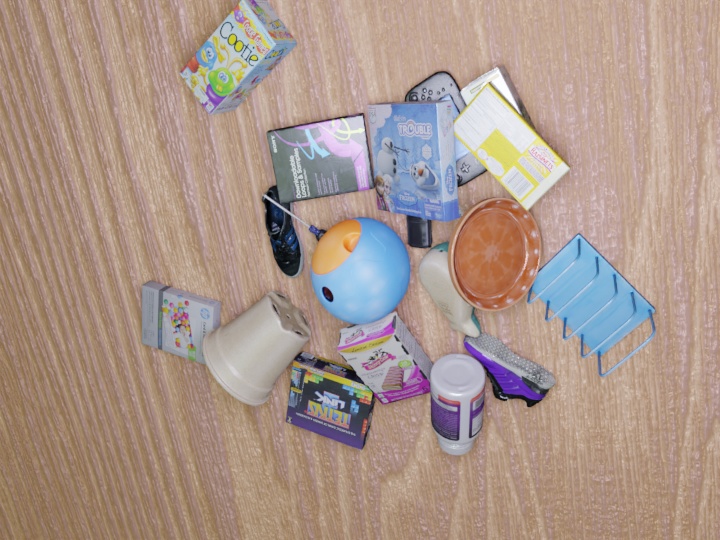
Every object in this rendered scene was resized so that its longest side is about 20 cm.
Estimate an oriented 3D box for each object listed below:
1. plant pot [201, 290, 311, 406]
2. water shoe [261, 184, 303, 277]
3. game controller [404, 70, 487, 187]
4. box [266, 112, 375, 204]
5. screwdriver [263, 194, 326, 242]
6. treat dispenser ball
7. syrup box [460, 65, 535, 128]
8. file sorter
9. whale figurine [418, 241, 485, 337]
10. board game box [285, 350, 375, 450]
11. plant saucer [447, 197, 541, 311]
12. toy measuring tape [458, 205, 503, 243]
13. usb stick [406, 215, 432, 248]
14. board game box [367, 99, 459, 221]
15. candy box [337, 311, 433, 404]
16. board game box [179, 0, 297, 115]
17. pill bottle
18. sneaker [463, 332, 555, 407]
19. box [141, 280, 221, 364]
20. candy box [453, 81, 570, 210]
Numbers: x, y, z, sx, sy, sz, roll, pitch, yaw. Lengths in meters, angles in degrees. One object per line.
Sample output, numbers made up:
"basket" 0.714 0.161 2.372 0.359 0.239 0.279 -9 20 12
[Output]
"plant pot" -0.211 0.154 1.414 0.183 0.201 0.201 -42 92 16
"water shoe" -0.172 -0.075 1.367 0.069 0.079 0.206 -4 107 21
"game controller" 0.164 -0.260 1.201 0.103 0.042 0.203 -27 98 26
"box" -0.077 -0.218 1.279 0.194 0.036 0.147 -9 106 6
"screwdriver" -0.116 -0.097 1.325 0.198 0.029 0.028 34 96 -26
"treat dispenser ball" 0.000 0.000 1.263 0.195 0.201 0.207 6 111 17
"syrup box" 0.259 -0.251 1.148 0.080 0.079 0.203 -26 98 26
"file sorter" 0.416 0.065 1.179 0.200 0.123 0.139 44 116 1
"whale figurine" 0.194 0.033 1.270 0.157 0.103 0.203 17 140 49
"board game box" -0.066 0.293 1.471 0.195 0.057 0.170 15 112 15
"plant saucer" 0.241 -0.029 1.177 0.195 0.032 0.207 -4 99 -24
"toy measuring tape" 0.218 -0.101 1.213 0.072 0.074 0.202 -25 109 25
"usb stick" 0.112 -0.142 1.266 0.054 0.032 0.206 8 111 32
"board game box" 0.094 -0.203 1.189 0.198 0.043 0.205 17 117 53
"candy box" 0.058 0.186 1.339 0.134 0.062 0.201 -19 128 24
"board game box" -0.237 -0.412 1.259 0.198 0.105 0.104 -37 94 26
"pill bottle" 0.196 0.279 1.322 0.108 0.112 0.204 8 130 17
"sneaker" 0.282 0.209 1.307 0.197 0.070 0.101 31 118 8
"box" -0.431 0.126 1.554 0.195 0.041 0.160 15 113 13
"candy box" 0.252 -0.210 1.106 0.200 0.026 0.102 46 116 0
